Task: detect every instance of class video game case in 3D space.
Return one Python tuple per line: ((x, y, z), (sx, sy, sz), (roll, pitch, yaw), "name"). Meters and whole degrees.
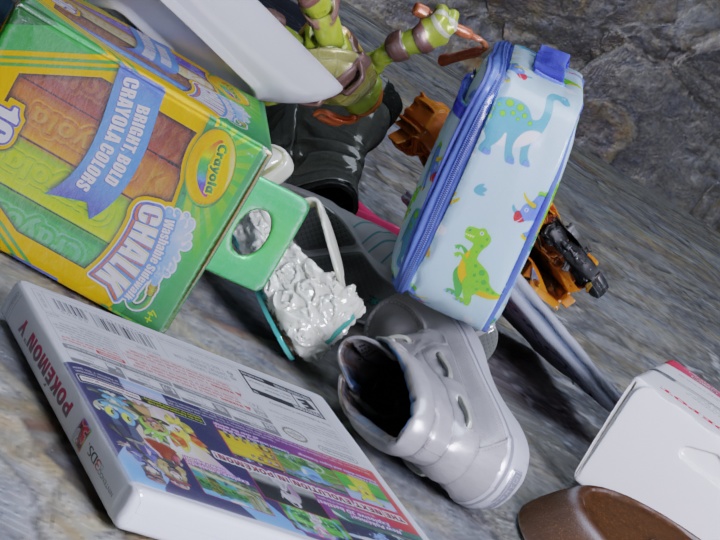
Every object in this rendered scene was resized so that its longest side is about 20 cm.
((-0.061, 0.087, 0.838), (0.199, 0.023, 0.182), (25, 14, -37), "video game case")

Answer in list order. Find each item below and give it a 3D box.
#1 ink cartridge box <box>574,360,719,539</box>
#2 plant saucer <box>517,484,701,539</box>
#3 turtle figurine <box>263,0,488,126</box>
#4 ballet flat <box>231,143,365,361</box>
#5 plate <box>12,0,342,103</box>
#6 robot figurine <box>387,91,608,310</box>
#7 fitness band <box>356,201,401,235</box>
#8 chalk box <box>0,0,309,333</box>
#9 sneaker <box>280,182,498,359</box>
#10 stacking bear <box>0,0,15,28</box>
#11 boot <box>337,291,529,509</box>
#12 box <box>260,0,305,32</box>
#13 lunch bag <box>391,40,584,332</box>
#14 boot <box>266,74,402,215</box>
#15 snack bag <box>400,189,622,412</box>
((0.239, 0.140, 1.223), (0.144, 0.085, 0.200), (35, 10, 13), "ink cartridge box")
((0.184, 0.186, 1.039), (0.199, 0.035, 0.200), (31, 11, -7), "plant saucer")
((-0.033, -0.135, 1.113), (0.161, 0.198, 0.065), (40, 47, -50), "turtle figurine")
((-0.057, -0.035, 1.090), (0.072, 0.072, 0.201), (12, 43, -58), "ballet flat")
((-0.137, -0.154, 1.040), (0.199, 0.033, 0.199), (10, -21, 42), "plate")
((0.109, -0.046, 1.350), (0.200, 0.058, 0.145), (47, -3, -34), "robot figurine")
((0.029, -0.015, 1.341), (0.143, 0.038, 0.200), (35, -1, 4), "fitness band")
((-0.126, -0.056, 0.980), (0.199, 0.125, 0.124), (29, 12, -12), "chalk box")
((0.000, 0.000, 1.197), (0.199, 0.071, 0.080), (31, 17, -14), "sneaker")
((-0.232, -0.193, 1.235), (0.199, 0.114, 0.121), (19, 18, -39), "stacking bear")
((0.025, 0.056, 1.041), (0.095, 0.074, 0.200), (33, 11, -32), "boot")
((-0.129, -0.192, 1.493), (0.195, 0.125, 0.200), (28, 13, -15), "box")
((0.082, -0.061, 1.104), (0.082, 0.162, 0.200), (25, 15, 1), "lunch bag")
((-0.071, -0.081, 1.293), (0.198, 0.131, 0.068), (-7, -50, 36), "boot")
((0.116, 0.019, 1.368), (0.189, 0.021, 0.200), (47, -1, -15), "snack bag")
